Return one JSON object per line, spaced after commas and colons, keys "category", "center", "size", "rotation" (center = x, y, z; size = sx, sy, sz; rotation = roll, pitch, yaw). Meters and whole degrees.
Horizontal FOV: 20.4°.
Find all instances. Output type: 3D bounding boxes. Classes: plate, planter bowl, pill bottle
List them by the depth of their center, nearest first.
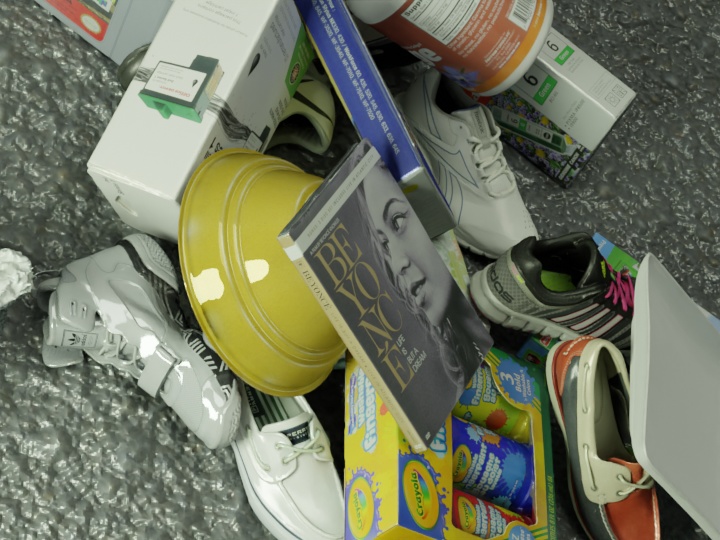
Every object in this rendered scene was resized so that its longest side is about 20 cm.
{"category": "planter bowl", "center": [-0.044, -0.010, 1.541], "size": [0.200, 0.083, 0.202], "rotation": [28, 53, -45]}
{"category": "plate", "center": [0.270, 0.118, 1.655], "size": [0.200, 0.032, 0.201], "rotation": [45, 40, -41]}
{"category": "pill bottle", "center": [0.059, -0.242, 1.715], "size": [0.199, 0.112, 0.113], "rotation": [30, 47, -26]}

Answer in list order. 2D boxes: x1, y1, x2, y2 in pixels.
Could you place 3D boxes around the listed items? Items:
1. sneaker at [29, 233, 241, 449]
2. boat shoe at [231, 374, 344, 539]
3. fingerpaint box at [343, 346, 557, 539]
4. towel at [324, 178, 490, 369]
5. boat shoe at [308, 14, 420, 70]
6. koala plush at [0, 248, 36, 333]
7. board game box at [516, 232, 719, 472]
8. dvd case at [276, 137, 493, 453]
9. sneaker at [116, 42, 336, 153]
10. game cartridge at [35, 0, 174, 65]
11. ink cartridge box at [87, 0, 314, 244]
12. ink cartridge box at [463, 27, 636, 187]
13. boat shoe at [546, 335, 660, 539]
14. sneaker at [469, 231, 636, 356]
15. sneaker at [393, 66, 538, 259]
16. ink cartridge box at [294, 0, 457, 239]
{"category": "sneaker", "center": [-0.178, 0.065, 1.556], "size": [0.114, 0.075, 0.200], "rotation": [-15, 59, -31]}
{"category": "boat shoe", "center": [-0.062, 0.136, 1.562], "size": [0.073, 0.067, 0.200], "rotation": [-24, 70, -35]}
{"category": "fingerpaint box", "center": [0.071, 0.149, 1.583], "size": [0.166, 0.073, 0.201], "rotation": [25, 48, -29]}
{"category": "towel", "center": [0.000, 0.000, 1.702], "size": [0.199, 0.048, 0.172], "rotation": [-2, 56, -27]}
{"category": "boat shoe", "center": [-0.020, -0.211, 1.831], "size": [0.199, 0.093, 0.075], "rotation": [-10, 63, 2]}
{"category": "koala plush", "center": [-0.342, 0.035, 1.448], "size": [0.199, 0.177, 0.185], "rotation": [-11, 74, -31]}
{"category": "board game box", "center": [0.254, 0.077, 1.770], "size": [0.200, 0.037, 0.151], "rotation": [36, 50, 1]}
{"category": "dvd case", "center": [0.024, 0.017, 1.528], "size": [0.201, 0.016, 0.149], "rotation": [57, 38, -16]}
{"category": "sneaker", "center": [-0.111, -0.145, 1.732], "size": [0.199, 0.074, 0.089], "rotation": [6, 53, -21]}
{"category": "game cartridge", "center": [-0.237, -0.265, 1.719], "size": [0.200, 0.133, 0.041], "rotation": [37, 49, 4]}
{"category": "ink cartridge box", "center": [-0.125, -0.130, 1.614], "size": [0.084, 0.146, 0.201], "rotation": [23, 77, 14]}
{"category": "ink cartridge box", "center": [0.145, -0.179, 1.851], "size": [0.200, 0.109, 0.050], "rotation": [38, 50, 4]}
{"category": "boat shoe", "center": [0.207, 0.150, 1.636], "size": [0.071, 0.062, 0.201], "rotation": [-20, 96, -29]}
{"category": "sneaker", "center": [0.197, 0.016, 1.703], "size": [0.199, 0.088, 0.074], "rotation": [12, 52, -22]}
{"category": "sneaker", "center": [0.096, -0.096, 1.785], "size": [0.074, 0.087, 0.200], "rotation": [-22, 70, -37]}
{"category": "ink cartridge box", "center": [0.006, -0.140, 1.653], "size": [0.047, 0.200, 0.198], "rotation": [-27, 69, 5]}
